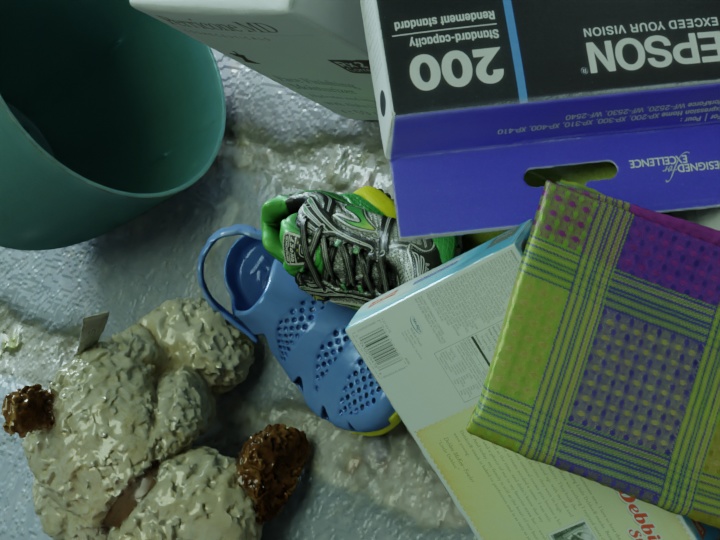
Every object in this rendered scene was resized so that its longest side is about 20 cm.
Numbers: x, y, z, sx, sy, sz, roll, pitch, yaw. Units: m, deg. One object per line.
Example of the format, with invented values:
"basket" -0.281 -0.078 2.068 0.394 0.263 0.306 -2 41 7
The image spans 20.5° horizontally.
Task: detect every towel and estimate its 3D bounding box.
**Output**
"towel" 0.163 0.049 1.017 0.023 0.198 0.145 -174 102 -77

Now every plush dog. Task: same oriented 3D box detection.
"plush dog" -0.131 0.134 1.263 0.172 0.160 0.201 43 103 17

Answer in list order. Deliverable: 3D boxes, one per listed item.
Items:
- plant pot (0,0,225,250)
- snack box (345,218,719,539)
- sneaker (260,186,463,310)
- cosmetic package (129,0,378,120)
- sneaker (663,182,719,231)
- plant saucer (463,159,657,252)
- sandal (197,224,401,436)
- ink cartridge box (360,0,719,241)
"plant pot" -0.219 -0.107 1.389 0.161 0.199 0.203 -33 54 42
"snack box" 0.093 0.085 1.065 0.116 0.037 0.201 -27 101 30
"sneaker" 0.000 0.000 1.168 0.200 0.084 0.079 -154 66 -62
"cosmetic package" 0.000 -0.197 1.214 0.164 0.199 0.167 10 80 49
"sneaker" 0.181 -0.041 1.114 0.087 0.075 0.200 -40 53 0
"plant saucer" 0.098 0.015 1.122 0.199 0.031 0.202 6 98 56
"sandal" -0.040 0.033 1.249 0.200 0.087 0.080 38 97 40
"ink cartridge box" 0.102 -0.125 1.062 0.196 0.043 0.202 -7 73 -6
